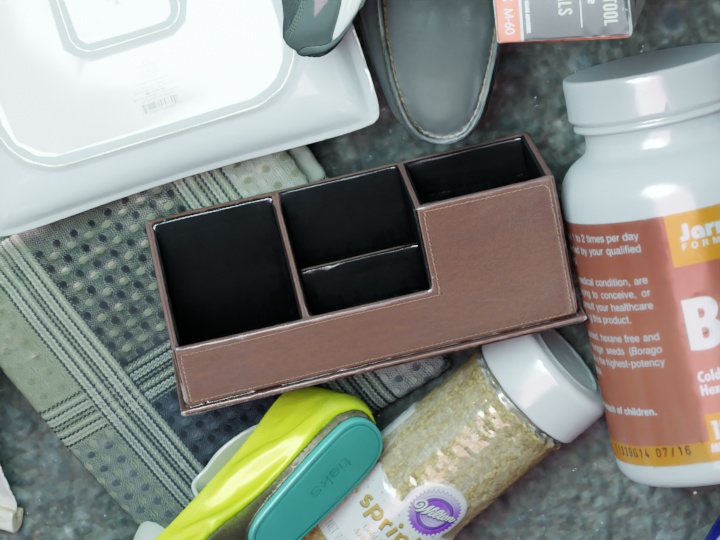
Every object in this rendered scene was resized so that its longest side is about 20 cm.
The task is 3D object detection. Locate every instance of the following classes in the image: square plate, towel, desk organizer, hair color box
[{"bbox_3d":[-0.113,-0.136,1.311,0.200,0.028,0.198,-17,94,7],"label":"square plate"},{"bbox_3d":[-0.085,0.021,1.407,0.193,0.035,0.200,-31,116,11],"label":"towel"},{"bbox_3d":[0.000,0.000,1.346,0.200,0.072,0.077,-13,113,-2],"label":"desk organizer"},{"bbox_3d":[0.097,-0.171,1.276,0.064,0.200,0.111,-3,101,8],"label":"hair color box"}]

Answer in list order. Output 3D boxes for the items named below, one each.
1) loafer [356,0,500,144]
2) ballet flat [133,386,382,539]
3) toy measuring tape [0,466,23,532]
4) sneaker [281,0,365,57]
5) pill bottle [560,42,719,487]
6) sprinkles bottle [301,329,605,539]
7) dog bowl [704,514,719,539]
[{"bbox_3d":[0.032,-0.148,1.282,0.073,0.072,0.200,-7,111,-2],"label":"loafer"},{"bbox_3d":[-0.072,0.133,1.373,0.200,0.067,0.067,-46,48,-15],"label":"ballet flat"},{"bbox_3d":[-0.217,0.081,1.403,0.074,0.074,0.200,-3,134,10],"label":"toy measuring tape"},{"bbox_3d":[-0.039,-0.195,1.264,0.085,0.074,0.200,0,84,-15],"label":"sneaker"},{"bbox_3d":[0.160,-0.004,1.347,0.112,0.112,0.200,-11,100,11],"label":"pill bottle"},{"bbox_3d":[0.031,0.107,1.415,0.200,0.068,0.068,-42,93,15],"label":"sprinkles bottle"},{"bbox_3d":[0.260,0.187,1.389,0.200,0.079,0.200,2,102,8],"label":"dog bowl"}]
